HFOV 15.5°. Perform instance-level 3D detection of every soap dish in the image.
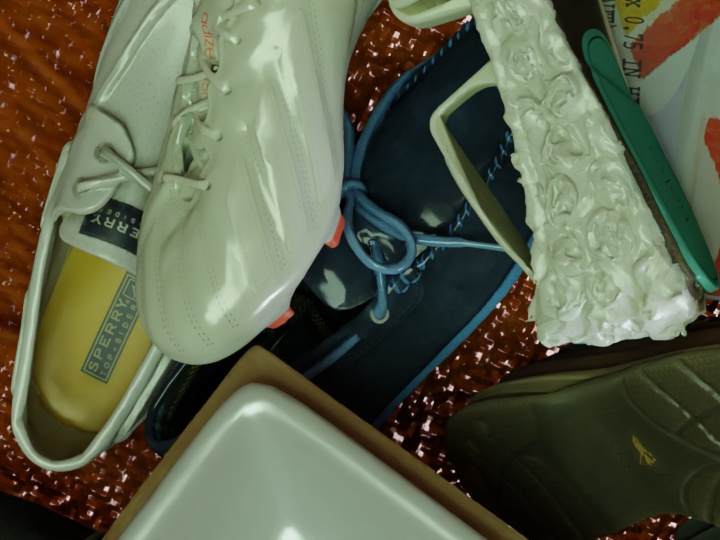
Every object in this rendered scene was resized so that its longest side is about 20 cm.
[{"bbox_3d":[0.001,0.144,0.797,0.200,0.081,0.157,36,83,11],"label":"soap dish"}]

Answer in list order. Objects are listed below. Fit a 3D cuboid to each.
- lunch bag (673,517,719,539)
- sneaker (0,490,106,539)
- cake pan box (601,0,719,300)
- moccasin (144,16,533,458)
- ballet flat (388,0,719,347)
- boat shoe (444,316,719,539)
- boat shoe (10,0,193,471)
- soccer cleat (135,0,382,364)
[{"bbox_3d":[0.136,0.180,0.892,0.164,0.118,0.200,44,114,-6],"label":"lunch bag"},{"bbox_3d":[-0.047,0.101,0.892,0.200,0.075,0.116,29,122,-6],"label":"sneaker"},{"bbox_3d":[0.156,-0.084,0.790,0.184,0.052,0.200,10,104,30],"label":"cake pan box"},{"bbox_3d":[0.000,0.000,0.862,0.068,0.080,0.200,16,115,-39],"label":"moccasin"},{"bbox_3d":[0.044,-0.068,0.789,0.072,0.072,0.200,-21,85,14],"label":"ballet flat"},{"bbox_3d":[0.116,0.041,0.831,0.200,0.068,0.072,-8,117,46],"label":"boat shoe"},{"bbox_3d":[-0.072,-0.022,0.878,0.071,0.070,0.200,24,110,0],"label":"boat shoe"},{"bbox_3d":[-0.030,-0.070,0.813,0.069,0.078,0.200,15,77,37],"label":"soccer cleat"}]
